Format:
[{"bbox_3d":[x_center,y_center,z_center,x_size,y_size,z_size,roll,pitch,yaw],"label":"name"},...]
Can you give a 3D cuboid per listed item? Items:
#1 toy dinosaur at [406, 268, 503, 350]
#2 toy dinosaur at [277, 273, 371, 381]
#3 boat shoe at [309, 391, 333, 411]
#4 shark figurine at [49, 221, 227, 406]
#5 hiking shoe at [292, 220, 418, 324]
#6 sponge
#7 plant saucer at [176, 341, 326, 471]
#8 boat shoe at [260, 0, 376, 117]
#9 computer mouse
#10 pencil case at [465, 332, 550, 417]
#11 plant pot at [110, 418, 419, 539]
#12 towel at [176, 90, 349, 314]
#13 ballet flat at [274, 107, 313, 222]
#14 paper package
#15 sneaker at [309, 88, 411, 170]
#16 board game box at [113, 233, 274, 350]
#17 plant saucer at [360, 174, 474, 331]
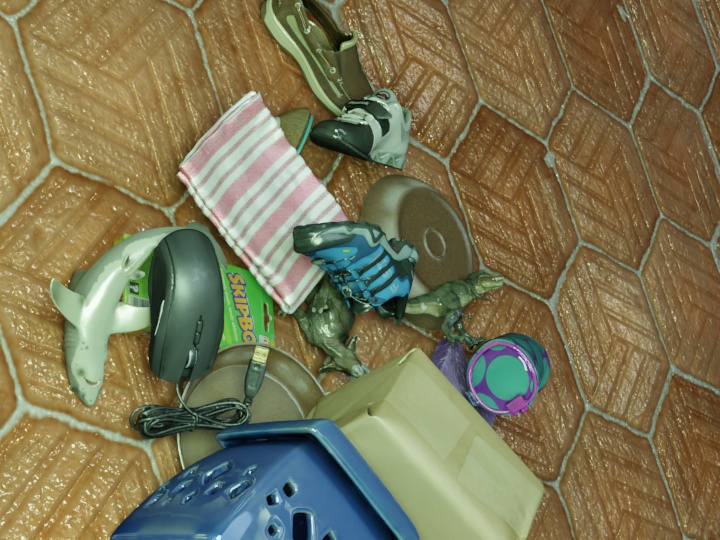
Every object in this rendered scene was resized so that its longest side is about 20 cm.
[{"bbox_3d":[0.106,0.049,1.803,0.199,0.047,0.089,-10,67,-48],"label":"toy dinosaur"},{"bbox_3d":[-0.034,0.039,1.693,0.102,0.076,0.202,51,28,-43],"label":"toy dinosaur"},{"bbox_3d":[0.017,0.180,1.674,0.199,0.071,0.066,20,68,-42],"label":"boat shoe"},{"bbox_3d":[-0.232,0.004,1.449,0.215,0.089,0.129,-50,125,-19],"label":"shark figurine"},{"bbox_3d":[0.000,0.000,1.621,0.199,0.074,0.088,17,72,-52],"label":"hiking shoe"},{"bbox_3d":[0.114,0.148,1.762,0.113,0.030,0.200,63,13,-6],"label":"sponge"},{"bbox_3d":[-0.107,0.174,1.540,0.199,0.034,0.203,16,64,-36],"label":"plant saucer"},{"bbox_3d":[-0.032,-0.254,1.819,0.202,0.074,0.075,46,43,-24],"label":"boat shoe"},{"bbox_3d":[-0.138,0.065,1.450,0.139,0.046,0.203,4,98,-36],"label":"computer mouse"},{"bbox_3d":[0.176,0.122,1.807,0.200,0.084,0.094,-6,77,-78],"label":"pencil case"},{"bbox_3d":[-0.075,0.248,1.398,0.201,0.199,0.180,53,57,-18],"label":"plant pot"},{"bbox_3d":[-0.094,-0.072,1.610,0.201,0.030,0.147,52,48,-17],"label":"towel"},{"bbox_3d":[-0.106,-0.115,1.688,0.072,0.068,0.202,26,56,-16],"label":"ballet flat"},{"bbox_3d":[0.046,0.204,1.502,0.200,0.190,0.104,47,47,-11],"label":"paper package"},{"bbox_3d":[0.004,-0.173,1.782,0.200,0.073,0.090,2,106,-67],"label":"sneaker"},{"bbox_3d":[-0.167,0.033,1.564,0.199,0.030,0.097,16,62,-41],"label":"board game box"},{"bbox_3d":[0.080,-0.027,1.870,0.199,0.036,0.203,24,55,-39],"label":"plant saucer"}]
